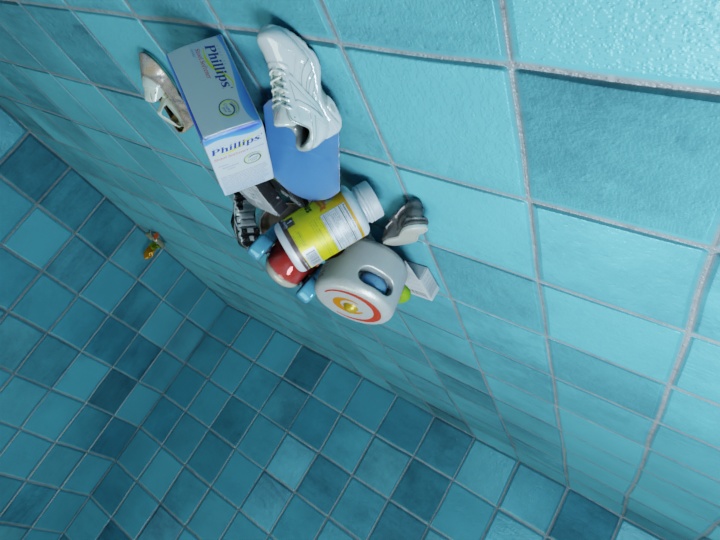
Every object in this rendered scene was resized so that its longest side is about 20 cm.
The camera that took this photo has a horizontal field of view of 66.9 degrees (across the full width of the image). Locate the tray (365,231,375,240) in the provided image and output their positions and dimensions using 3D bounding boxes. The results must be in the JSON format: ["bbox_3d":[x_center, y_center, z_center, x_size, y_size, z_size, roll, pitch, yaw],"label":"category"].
[{"bbox_3d":[-0.039,-0.128,1.241,0.107,0.022,0.200,15,155,44],"label":"tray"}]

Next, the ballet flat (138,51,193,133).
[{"bbox_3d":[-0.425,-0.375,1.181,0.068,0.067,0.200,22,160,31],"label":"ballet flat"}]

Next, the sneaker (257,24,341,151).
[{"bbox_3d":[-0.103,-0.267,0.826,0.078,0.099,0.200,13,146,44],"label":"sneaker"}]

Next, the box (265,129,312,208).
[{"bbox_3d":[-0.187,-0.229,1.148,0.200,0.044,0.160,36,164,18],"label":"box"}]

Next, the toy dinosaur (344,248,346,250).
[{"bbox_3d":[-0.070,-0.079,1.136,0.199,0.088,0.047,-20,144,21],"label":"toy dinosaur"}]

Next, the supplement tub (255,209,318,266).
[{"bbox_3d":[-0.205,-0.077,1.508,0.122,0.123,0.200,12,153,50],"label":"supplement tub"}]

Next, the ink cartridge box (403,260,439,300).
[{"bbox_3d":[0.074,-0.012,1.314,0.199,0.045,0.176,18,157,39],"label":"ink cartridge box"}]

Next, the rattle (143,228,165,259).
[{"bbox_3d":[-1.181,-0.148,3.052,0.131,0.143,0.200,57,164,-12],"label":"rattle"}]

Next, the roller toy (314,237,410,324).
[{"bbox_3d":[-0.003,0.029,1.178,0.199,0.140,0.183,12,152,23],"label":"roller toy"}]

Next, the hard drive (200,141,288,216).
[{"bbox_3d":[-0.260,-0.213,1.222,0.139,0.038,0.200,26,160,45],"label":"hard drive"}]

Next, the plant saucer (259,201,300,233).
[{"bbox_3d":[-0.153,-0.104,1.372,0.199,0.032,0.201,5,140,5],"label":"plant saucer"}]

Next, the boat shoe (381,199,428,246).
[{"bbox_3d":[0.088,-0.090,1.084,0.066,0.057,0.200,-1,172,-13],"label":"boat shoe"}]

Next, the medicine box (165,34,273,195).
[{"bbox_3d":[-0.241,-0.264,0.957,0.200,0.103,0.183,98,147,-72],"label":"medicine box"}]

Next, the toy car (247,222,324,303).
[{"bbox_3d":[-0.121,-0.066,1.272,0.184,0.200,0.177,42,-157,-6],"label":"toy car"}]

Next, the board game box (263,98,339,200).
[{"bbox_3d":[-0.096,-0.225,0.989,0.157,0.039,0.201,20,133,22],"label":"board game box"}]

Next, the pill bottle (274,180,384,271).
[{"bbox_3d":[-0.058,-0.090,1.055,0.110,0.199,0.109,59,178,4],"label":"pill bottle"}]

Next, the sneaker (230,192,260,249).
[{"bbox_3d":[-0.303,-0.149,1.402,0.066,0.201,0.090,-6,180,-33],"label":"sneaker"}]
